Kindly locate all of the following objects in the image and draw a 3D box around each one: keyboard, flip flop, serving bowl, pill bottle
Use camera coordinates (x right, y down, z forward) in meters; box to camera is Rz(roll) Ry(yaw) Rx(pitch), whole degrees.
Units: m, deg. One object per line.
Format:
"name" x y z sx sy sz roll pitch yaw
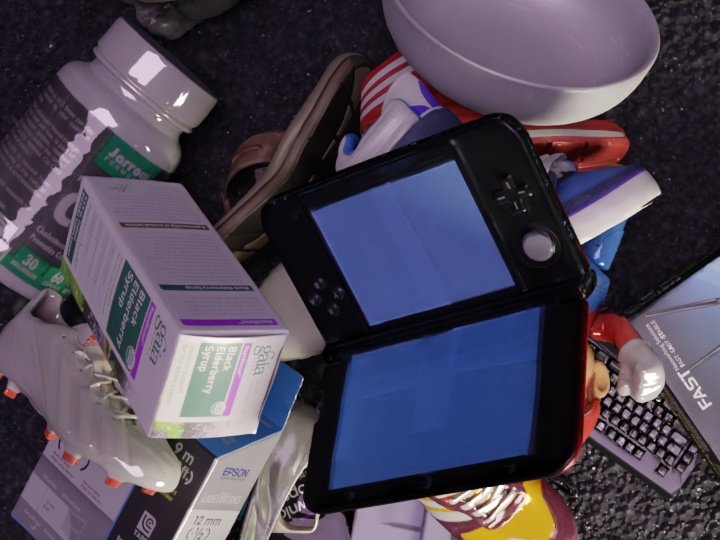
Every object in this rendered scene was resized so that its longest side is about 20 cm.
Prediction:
"keyboard" 0.155 0.102 0.926 0.199 0.021 0.128 35 93 7
"flip flop" -0.062 -0.082 0.933 0.057 0.081 0.201 35 92 24
"serving bowl" 0.106 -0.165 0.875 0.199 0.201 0.066 23 133 7
"pill bottle" -0.206 -0.082 0.929 0.113 0.113 0.200 41 95 6

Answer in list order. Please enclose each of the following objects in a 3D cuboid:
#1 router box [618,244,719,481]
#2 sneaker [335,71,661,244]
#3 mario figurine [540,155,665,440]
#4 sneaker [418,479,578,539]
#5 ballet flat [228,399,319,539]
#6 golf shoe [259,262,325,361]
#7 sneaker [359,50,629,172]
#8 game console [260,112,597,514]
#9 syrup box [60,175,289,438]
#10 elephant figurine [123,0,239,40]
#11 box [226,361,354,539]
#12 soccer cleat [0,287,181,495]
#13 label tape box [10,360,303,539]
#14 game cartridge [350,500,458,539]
"router box" 0.296 0.074 0.879 0.149 0.062 0.201 -35 86 1
"sneaker" 0.073 -0.069 0.790 0.199 0.080 0.148 -24 88 29
"mario figurine" 0.137 0.025 0.834 0.105 0.123 0.202 12 84 -36
"sneaker" 0.063 0.140 0.845 0.199 0.090 0.075 35 90 3
"ballet flat" -0.068 0.193 0.898 0.063 0.067 0.202 21 92 -1
"golf shoe" 0.000 0.000 0.898 0.199 0.097 0.079 -31 89 -2
"sneaker" 0.094 -0.123 0.910 0.198 0.078 0.117 -2 66 -14
"game console" 0.026 0.029 0.730 0.199 0.119 0.173 -17 109 36
"syrup box" -0.130 0.019 0.831 0.081 0.200 0.079 2 120 -32
"elephant figurine" -0.147 -0.242 0.879 0.155 0.200 0.142 -40 84 5
"box" -0.101 0.141 0.952 0.142 0.036 0.202 -24 88 7
"soccer cleat" -0.185 0.080 0.845 0.199 0.069 0.078 32 91 37
"label tape box" -0.146 0.127 0.883 0.143 0.066 0.201 32 98 33
"game cartridge" 0.061 0.172 0.906 0.128 0.038 0.202 10 89 7
